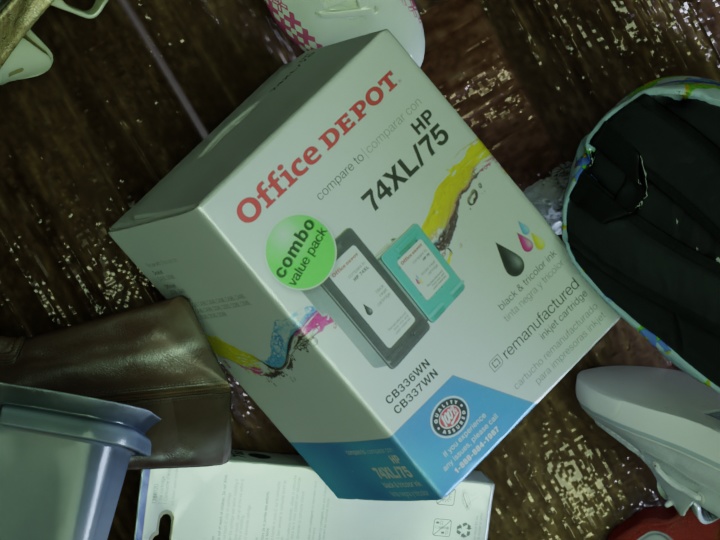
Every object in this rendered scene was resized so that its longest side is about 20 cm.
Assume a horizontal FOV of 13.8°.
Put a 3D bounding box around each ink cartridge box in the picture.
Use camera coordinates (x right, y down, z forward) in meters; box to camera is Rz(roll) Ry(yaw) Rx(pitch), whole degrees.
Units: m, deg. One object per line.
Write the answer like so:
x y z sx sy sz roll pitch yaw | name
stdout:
-0.030 0.153 1.657 0.200 0.039 0.100 6 98 -12 | ink cartridge box
0.000 0.000 1.568 0.147 0.146 0.200 -45 103 -19 | ink cartridge box

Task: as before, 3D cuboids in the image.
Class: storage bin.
-0.211 0.119 1.478 0.200 0.146 0.134 9 84 1 | storage bin

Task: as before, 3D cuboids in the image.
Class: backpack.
0.199 -0.015 1.529 0.200 0.154 0.163 26 111 -3 | backpack

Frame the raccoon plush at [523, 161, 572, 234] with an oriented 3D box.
0.200 -0.033 1.618 0.200 0.134 0.097 -24 103 -6 | raccoon plush

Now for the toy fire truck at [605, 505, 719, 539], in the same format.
0.256 0.187 1.688 0.168 0.112 0.200 -36 103 22 | toy fire truck

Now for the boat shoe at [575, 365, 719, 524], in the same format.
0.191 0.105 1.617 0.072 0.200 0.069 -12 114 -42 | boat shoe

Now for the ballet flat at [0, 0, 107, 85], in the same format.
-0.174 -0.142 1.576 0.200 0.071 0.065 -47 117 3 | ballet flat

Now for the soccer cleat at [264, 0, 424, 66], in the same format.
-0.031 -0.176 1.582 0.070 0.086 0.200 -36 103 -3 | soccer cleat

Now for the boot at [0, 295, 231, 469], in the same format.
-0.169 0.029 1.568 0.200 0.064 0.186 -8 115 16 | boot
